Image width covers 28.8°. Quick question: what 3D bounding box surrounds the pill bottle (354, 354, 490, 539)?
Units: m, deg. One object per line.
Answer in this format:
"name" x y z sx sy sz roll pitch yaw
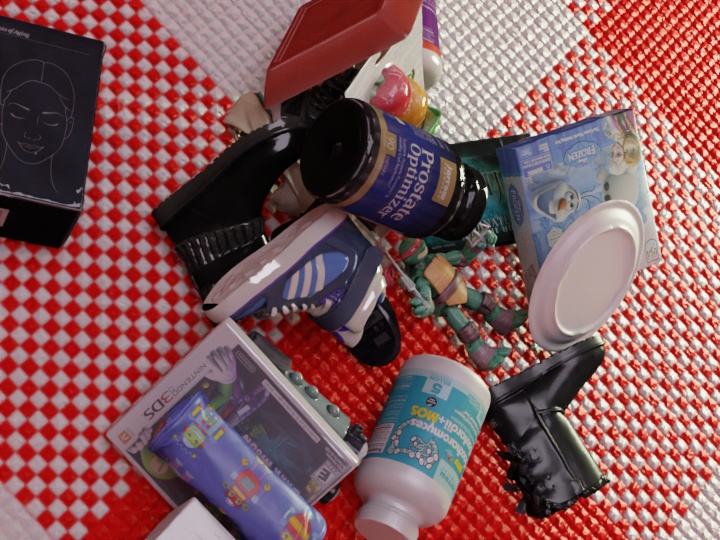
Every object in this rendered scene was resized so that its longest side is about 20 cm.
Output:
"pill bottle" 0.062 0.201 1.533 0.110 0.111 0.202 31 61 -11

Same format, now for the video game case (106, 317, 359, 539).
"video game case" -0.131 0.180 1.430 0.182 0.023 0.200 -42 95 14

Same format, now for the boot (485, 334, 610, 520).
"boot" 0.238 0.184 1.643 0.196 0.073 0.164 -25 80 -23

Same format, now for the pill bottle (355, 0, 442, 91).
"pill bottle" 0.038 -0.320 1.720 0.111 0.112 0.203 3 69 -23

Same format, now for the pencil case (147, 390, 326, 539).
"pencil case" -0.121 0.213 1.384 0.078 0.087 0.200 -44 94 -15

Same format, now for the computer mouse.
"computer mouse" 0.000 0.000 1.576 0.201 0.140 0.046 50 33 3

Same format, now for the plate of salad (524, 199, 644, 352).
"plate of salad" 0.263 0.004 1.668 0.198 0.202 0.048 -27 43 -30

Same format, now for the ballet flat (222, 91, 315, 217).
"ballet flat" -0.091 -0.111 1.617 0.069 0.069 0.201 -32 84 -30

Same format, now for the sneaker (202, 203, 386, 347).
"sneaker" -0.056 0.036 1.482 0.200 0.080 0.148 -40 109 -26

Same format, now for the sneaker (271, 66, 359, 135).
"sneaker" -0.044 -0.212 1.616 0.080 0.086 0.202 32 40 -27

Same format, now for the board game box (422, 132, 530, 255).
"board game box" 0.143 -0.094 1.730 0.197 0.028 0.137 -10 76 -27

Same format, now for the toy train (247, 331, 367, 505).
"toy train" -0.085 0.158 1.471 0.199 0.114 0.085 41 22 -6

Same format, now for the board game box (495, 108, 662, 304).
"board game box" 0.274 -0.079 1.736 0.198 0.043 0.202 -20 104 -30

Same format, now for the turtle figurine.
"turtle figurine" 0.105 0.016 1.632 0.200 0.100 0.150 47 67 -18

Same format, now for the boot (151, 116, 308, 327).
"boot" -0.110 -0.051 1.530 0.210 0.079 0.159 -36 82 13

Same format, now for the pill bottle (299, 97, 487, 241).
"pill bottle" 0.040 -0.100 1.490 0.198 0.111 0.114 20 61 -41

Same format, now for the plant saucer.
"plant saucer" -0.017 -0.282 1.585 0.037 0.198 0.201 54 31 -24

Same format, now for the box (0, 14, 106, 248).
"box" -0.382 -0.151 1.456 0.197 0.124 0.200 12 67 -19

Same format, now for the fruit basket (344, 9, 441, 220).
"fruit basket" 0.024 -0.184 1.594 0.093 0.202 0.186 17 53 24

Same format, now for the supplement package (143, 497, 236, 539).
"supplement package" -0.202 0.338 1.358 0.114 0.109 0.200 45 60 -3
